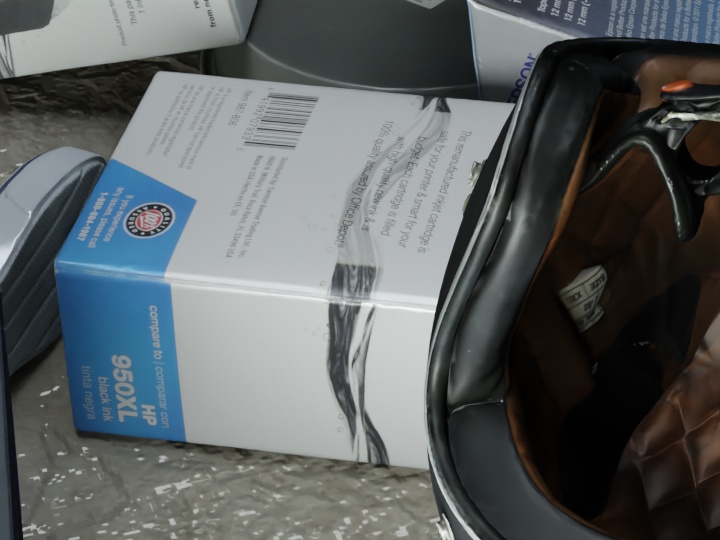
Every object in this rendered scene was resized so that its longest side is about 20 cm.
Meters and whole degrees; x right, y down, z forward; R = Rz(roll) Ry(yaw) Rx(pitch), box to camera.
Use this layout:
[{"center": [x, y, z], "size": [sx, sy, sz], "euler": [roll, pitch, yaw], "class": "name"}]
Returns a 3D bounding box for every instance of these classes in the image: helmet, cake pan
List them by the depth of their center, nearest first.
[{"center": [0.110, 0.036, 0.852], "size": [0.200, 0.191, 0.200], "euler": [8, 13, -2], "class": "helmet"}, {"center": [0.025, -0.112, 1.300], "size": [0.200, 0.037, 0.200], "euler": [-1, 34, 1], "class": "cake pan"}]

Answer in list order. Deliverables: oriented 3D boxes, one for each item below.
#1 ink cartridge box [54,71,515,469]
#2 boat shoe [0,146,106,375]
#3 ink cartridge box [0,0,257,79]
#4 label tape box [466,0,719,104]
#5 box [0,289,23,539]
[{"center": [0.000, 0.000, 1.096], "size": [0.200, 0.084, 0.145], "euler": [6, 36, 12], "class": "ink cartridge box"}, {"center": [-0.161, 0.013, 1.095], "size": [0.062, 0.072, 0.200], "euler": [14, 40, 17], "class": "boat shoe"}, {"center": [-0.146, -0.158, 1.301], "size": [0.200, 0.084, 0.144], "euler": [-6, 33, 13], "class": "ink cartridge box"}, {"center": [0.101, -0.114, 1.217], "size": [0.200, 0.066, 0.143], "euler": [18, 40, -4], "class": "label tape box"}, {"center": [-0.143, 0.108, 0.894], "size": [0.079, 0.141, 0.200], "euler": [-6, 35, -6], "class": "box"}]
